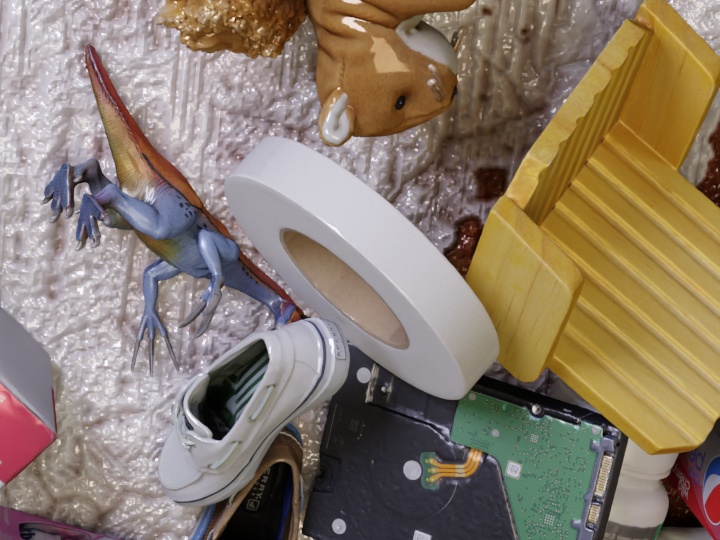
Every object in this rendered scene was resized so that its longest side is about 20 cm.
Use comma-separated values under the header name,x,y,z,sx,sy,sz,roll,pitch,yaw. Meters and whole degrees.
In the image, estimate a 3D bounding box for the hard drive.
name,x,y,z,sx,sy,sz,roll,pitch,yaw
hard drive,0.067,0.138,1.395,0.198,0.038,0.141,17,101,24

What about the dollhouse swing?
name,x,y,z,sx,sy,sz,roll,pitch,yaw
dollhouse swing,0.186,-0.018,1.311,0.175,0.182,0.200,33,61,10

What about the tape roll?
name,x,y,z,sx,sy,sz,roll,pitch,yaw
tape roll,0.000,0.000,1.311,0.037,0.202,0.203,-48,112,-13

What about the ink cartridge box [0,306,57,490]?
name,x,y,z,sx,sy,sz,roll,pitch,yaw
ink cartridge box,-0.287,0.115,1.318,0.200,0.148,0.086,-41,111,3

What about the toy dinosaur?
name,x,y,z,sx,sy,sz,roll,pitch,yaw
toy dinosaur,-0.102,-0.022,1.347,0.180,0.105,0.202,11,94,-36

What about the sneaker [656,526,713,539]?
name,x,y,z,sx,sy,sz,roll,pitch,yaw
sneaker,0.293,0.199,1.516,0.199,0.075,0.089,19,91,-23

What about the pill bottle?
name,x,y,z,sx,sy,sz,roll,pitch,yaw
pill bottle,0.141,0.179,1.446,0.112,0.113,0.202,17,105,-16

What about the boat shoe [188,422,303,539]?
name,x,y,z,sx,sy,sz,roll,pitch,yaw
boat shoe,-0.082,0.197,1.428,0.072,0.072,0.202,6,107,-14

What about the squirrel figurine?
name,x,y,z,sx,sy,sz,roll,pitch,yaw
squirrel figurine,-0.018,-0.174,1.257,0.198,0.142,0.188,4,119,2

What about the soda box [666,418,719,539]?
name,x,y,z,sx,sy,sz,roll,pitch,yaw
soda box,0.257,0.136,1.408,0.069,0.200,0.064,7,108,-13

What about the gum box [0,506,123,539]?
name,x,y,z,sx,sy,sz,roll,pitch,yaw
gum box,-0.221,0.261,1.424,0.113,0.066,0.202,17,104,-16

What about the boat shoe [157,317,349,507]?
name,x,y,z,sx,sy,sz,roll,pitch,yaw
boat shoe,-0.088,0.086,1.351,0.066,0.074,0.200,4,143,-38
